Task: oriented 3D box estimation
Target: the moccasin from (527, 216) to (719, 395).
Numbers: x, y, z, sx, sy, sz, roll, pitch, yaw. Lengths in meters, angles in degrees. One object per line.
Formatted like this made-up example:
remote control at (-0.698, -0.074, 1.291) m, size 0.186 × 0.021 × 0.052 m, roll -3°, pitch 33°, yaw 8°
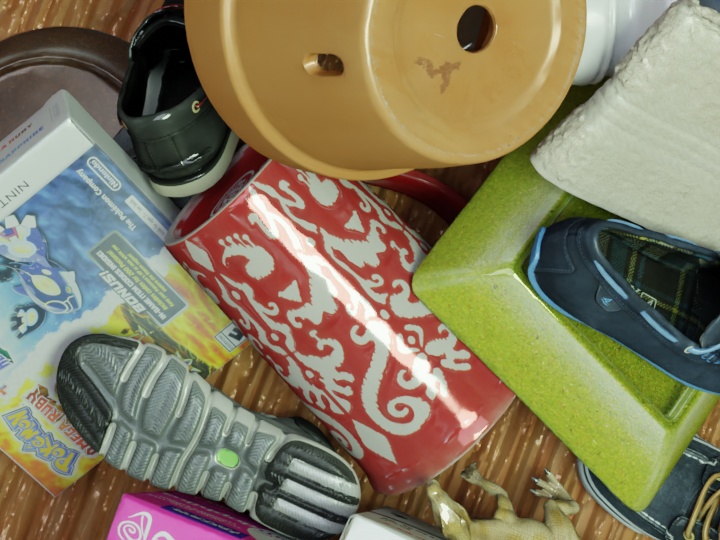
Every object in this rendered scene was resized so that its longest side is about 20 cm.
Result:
moccasin at (0.187, 0.025, 1.129) m, size 0.199 × 0.068 × 0.081 m, roll 16°, pitch 72°, yaw -25°

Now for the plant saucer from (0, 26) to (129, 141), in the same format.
plant saucer at (-0.199, -0.061, 1.310) m, size 0.198 × 0.034 × 0.202 m, roll -1°, pitch 85°, yaw 6°

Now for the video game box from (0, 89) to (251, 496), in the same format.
video game box at (-0.184, 0.019, 1.232) m, size 0.182 × 0.047 × 0.200 m, roll -37°, pitch 122°, yaw 10°

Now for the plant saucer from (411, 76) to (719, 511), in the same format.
plant saucer at (0.159, 0.001, 1.187) m, size 0.200 × 0.048 × 0.200 m, roll 44°, pitch 64°, yaw -12°

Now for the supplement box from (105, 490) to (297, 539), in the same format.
supplement box at (-0.091, 0.193, 1.192) m, size 0.101 × 0.200 × 0.104 m, roll 20°, pitch 88°, yaw 7°

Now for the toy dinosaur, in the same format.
toy dinosaur at (0.111, 0.164, 1.201) m, size 0.199 × 0.101 × 0.059 m, roll 18°, pitch 106°, yaw -21°

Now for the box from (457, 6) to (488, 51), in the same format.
box at (0.112, -0.215, 1.237) m, size 0.199 × 0.128 × 0.109 m, roll -35°, pitch 84°, yaw 4°

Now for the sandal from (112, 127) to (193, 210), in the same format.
sandal at (-0.158, -0.030, 1.264) m, size 0.200 × 0.043 × 0.076 m, roll -45°, pitch 82°, yaw 2°

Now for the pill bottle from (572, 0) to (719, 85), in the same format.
pill bottle at (0.201, -0.147, 1.143) m, size 0.198 × 0.111 × 0.112 m, roll -1°, pitch 85°, yaw -9°

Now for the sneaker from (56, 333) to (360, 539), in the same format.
sneaker at (-0.090, 0.102, 1.241) m, size 0.199 × 0.115 × 0.075 m, roll 30°, pitch 94°, yaw 4°

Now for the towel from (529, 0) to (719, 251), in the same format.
towel at (0.208, -0.069, 1.121) m, size 0.199 × 0.035 × 0.133 m, roll 23°, pitch 126°, yaw -29°

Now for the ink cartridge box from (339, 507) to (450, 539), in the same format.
ink cartridge box at (0.054, 0.204, 1.174) m, size 0.145 × 0.200 × 0.085 m, roll 23°, pitch 87°, yaw 8°

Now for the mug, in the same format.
mug at (-0.009, 0.008, 1.215) m, size 0.133 × 0.178 × 0.200 m, roll -38°, pitch 107°, yaw 22°

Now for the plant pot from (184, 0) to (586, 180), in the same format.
plant pot at (0.026, -0.137, 1.064) m, size 0.199 × 0.140 × 0.202 m, roll -9°, pitch 109°, yaw -30°

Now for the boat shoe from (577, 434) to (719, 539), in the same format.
boat shoe at (0.223, 0.148, 1.214) m, size 0.199 × 0.091 × 0.071 m, roll 27°, pitch 89°, yaw 8°

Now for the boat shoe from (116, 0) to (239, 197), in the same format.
boat shoe at (-0.102, -0.133, 1.237) m, size 0.073 × 0.063 × 0.202 m, roll -11°, pitch 40°, yaw 16°
